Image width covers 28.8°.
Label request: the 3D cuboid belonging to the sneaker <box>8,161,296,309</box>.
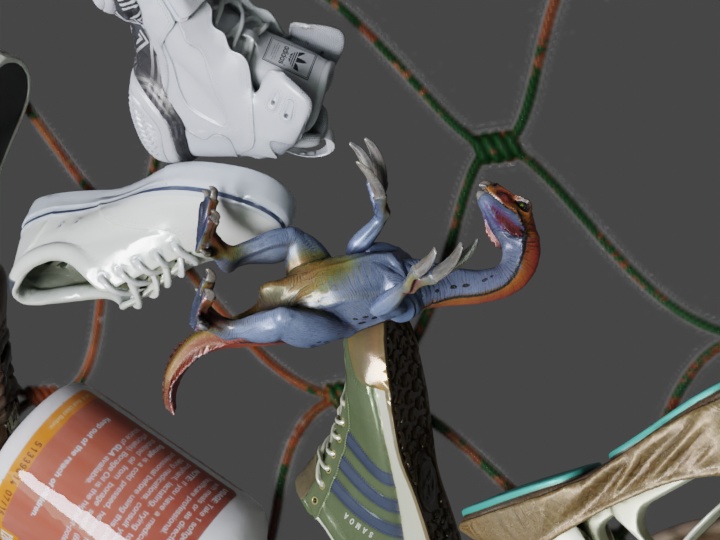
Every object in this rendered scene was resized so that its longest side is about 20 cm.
[{"bbox_3d":[-0.125,-0.011,0.828,0.199,0.071,0.073,-9,145,34],"label":"sneaker"}]

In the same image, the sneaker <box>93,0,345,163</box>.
[{"bbox_3d":[-0.073,-0.137,0.747,0.114,0.075,0.200,8,137,16],"label":"sneaker"}]

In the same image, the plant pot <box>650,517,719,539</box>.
[{"bbox_3d":[0.206,0.262,0.748,0.175,0.201,0.200,42,122,-18],"label":"plant pot"}]

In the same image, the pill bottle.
[{"bbox_3d":[-0.133,0.168,0.889,0.200,0.112,0.112,33,119,10],"label":"pill bottle"}]

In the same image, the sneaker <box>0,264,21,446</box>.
[{"bbox_3d":[-0.257,0.076,0.947,0.075,0.071,0.200,23,123,-7],"label":"sneaker"}]

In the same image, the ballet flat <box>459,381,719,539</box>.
[{"bbox_3d":[0.145,0.129,0.773,0.200,0.068,0.073,-31,74,26],"label":"ballet flat"}]

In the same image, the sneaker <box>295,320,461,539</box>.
[{"bbox_3d":[-0.002,0.117,0.835,0.090,0.067,0.201,-6,110,21],"label":"sneaker"}]

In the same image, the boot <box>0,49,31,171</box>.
[{"bbox_3d":[-0.305,-0.060,0.869,0.144,0.072,0.201,19,83,18],"label":"boot"}]

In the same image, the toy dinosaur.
[{"bbox_3d":[0.000,0.000,0.767,0.181,0.105,0.200,8,146,-17],"label":"toy dinosaur"}]
